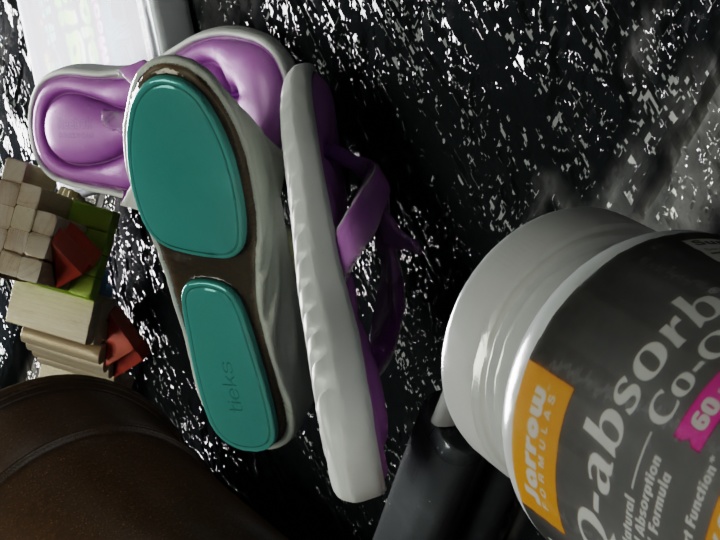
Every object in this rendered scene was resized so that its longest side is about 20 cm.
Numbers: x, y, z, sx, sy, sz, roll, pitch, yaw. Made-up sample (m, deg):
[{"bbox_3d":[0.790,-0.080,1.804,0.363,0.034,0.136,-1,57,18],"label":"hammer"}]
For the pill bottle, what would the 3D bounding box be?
[{"bbox_3d":[0.114,0.055,0.803,0.200,0.116,0.117,33,131,54],"label":"pill bottle"}]

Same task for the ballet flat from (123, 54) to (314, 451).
[{"bbox_3d":[-0.055,-0.016,1.138,0.069,0.069,0.201,38,147,52],"label":"ballet flat"}]

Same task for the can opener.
[{"bbox_3d":[0.052,0.076,1.008,0.067,0.053,0.201,60,151,31],"label":"can opener"}]

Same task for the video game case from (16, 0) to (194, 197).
[{"bbox_3d":[-0.133,-0.141,1.308,0.182,0.023,0.201,-8,95,64],"label":"video game case"}]

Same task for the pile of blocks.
[{"bbox_3d":[-0.138,0.012,1.351,0.062,0.082,0.200,15,153,14],"label":"pile of blocks"}]

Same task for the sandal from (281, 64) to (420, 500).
[{"bbox_3d":[0.001,0.004,1.053,0.083,0.049,0.204,83,179,-54],"label":"sandal"}]

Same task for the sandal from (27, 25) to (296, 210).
[{"bbox_3d":[-0.099,-0.062,1.205,0.202,0.050,0.083,-6,96,50],"label":"sandal"}]

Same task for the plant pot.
[{"bbox_3d":[-0.105,0.176,1.230,0.198,0.199,0.202,26,125,49],"label":"plant pot"}]
